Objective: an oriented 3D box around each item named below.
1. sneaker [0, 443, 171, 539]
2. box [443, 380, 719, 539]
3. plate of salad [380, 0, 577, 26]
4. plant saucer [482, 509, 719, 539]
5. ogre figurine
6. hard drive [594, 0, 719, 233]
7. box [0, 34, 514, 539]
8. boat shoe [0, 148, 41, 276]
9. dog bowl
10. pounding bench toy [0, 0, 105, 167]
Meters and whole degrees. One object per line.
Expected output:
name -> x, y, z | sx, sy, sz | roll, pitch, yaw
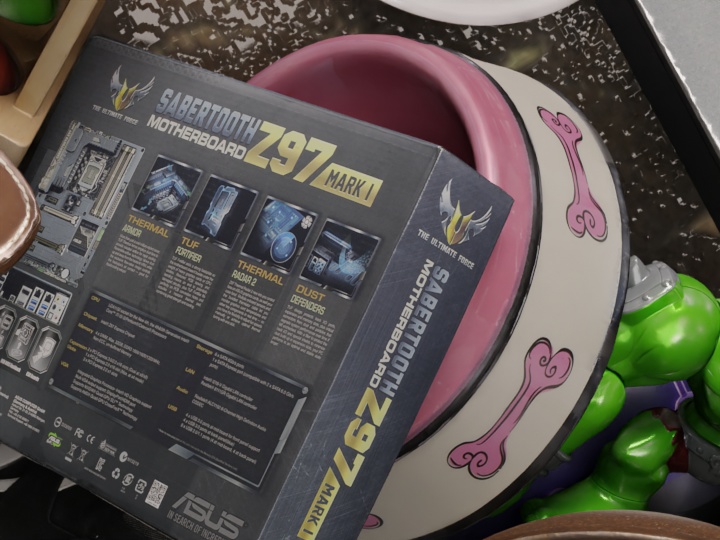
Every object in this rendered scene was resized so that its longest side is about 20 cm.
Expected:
sneaker -> -0.128, 0.122, 0.856 | 0.199, 0.111, 0.074 | -31, 138, -38
box -> 0.075, 0.110, 0.947 | 0.198, 0.079, 0.142 | -22, 97, -5
plate of salad -> 0.037, -0.196, 0.911 | 0.198, 0.048, 0.202 | 3, 82, -22
plant saucer -> 0.107, 0.150, 0.857 | 0.198, 0.037, 0.201 | 8, 136, 8
ogre figurine -> 0.142, 0.065, 0.870 | 0.199, 0.098, 0.121 | 23, 111, 5
hard drive -> 0.206, -0.104, 0.913 | 0.199, 0.033, 0.140 | -23, 77, -20
box -> -0.058, 0.011, 0.814 | 0.051, 0.199, 0.159 | 30, 83, -47
boat shoe -> -0.192, -0.065, 0.759 | 0.199, 0.072, 0.076 | 36, 65, -14
dog bowl -> 0.000, 0.000, 0.857 | 0.074, 0.200, 0.201 | 31, 93, -48
pounding bench toy -> -0.136, -0.162, 0.863 | 0.124, 0.201, 0.156 | 28, 125, -9
